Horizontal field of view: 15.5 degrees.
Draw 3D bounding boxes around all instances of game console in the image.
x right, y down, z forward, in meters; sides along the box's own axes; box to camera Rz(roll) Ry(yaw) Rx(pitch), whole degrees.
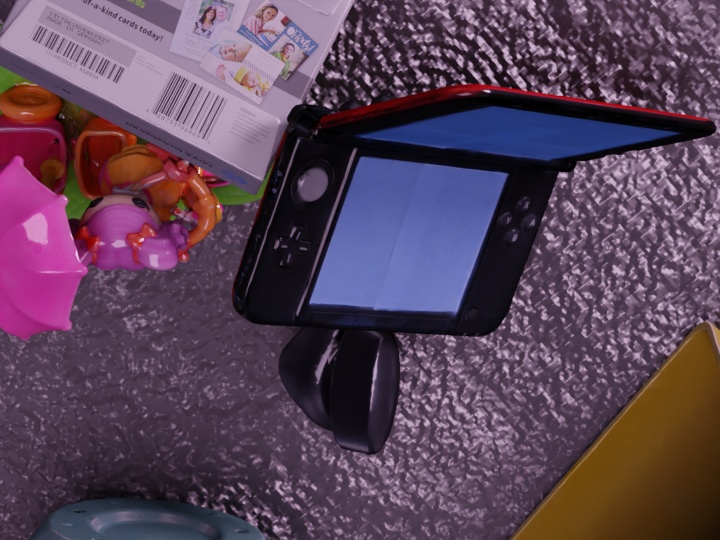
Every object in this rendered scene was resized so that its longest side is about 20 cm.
[{"bbox_3d":[0.059,-0.027,1.369,0.200,0.119,0.173,5,111,-43],"label":"game console"}]

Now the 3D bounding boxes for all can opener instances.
[{"bbox_3d":[0.000,0.000,1.476,0.079,0.063,0.200,12,103,30],"label":"can opener"}]

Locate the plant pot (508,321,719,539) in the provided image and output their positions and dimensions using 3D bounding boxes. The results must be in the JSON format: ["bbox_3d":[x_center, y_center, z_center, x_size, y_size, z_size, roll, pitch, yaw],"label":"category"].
[{"bbox_3d":[0.211,0.186,1.458,0.176,0.200,0.200,32,110,-19],"label":"plant pot"}]

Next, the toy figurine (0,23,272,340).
[{"bbox_3d":[-0.139,-0.033,1.399,0.200,0.184,0.150,4,120,2],"label":"toy figurine"}]

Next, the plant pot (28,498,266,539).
[{"bbox_3d":[-0.124,0.222,1.502,0.200,0.201,0.161,7,99,4],"label":"plant pot"}]

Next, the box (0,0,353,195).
[{"bbox_3d":[-0.078,-0.163,1.377,0.156,0.041,0.200,26,77,-4],"label":"box"}]
